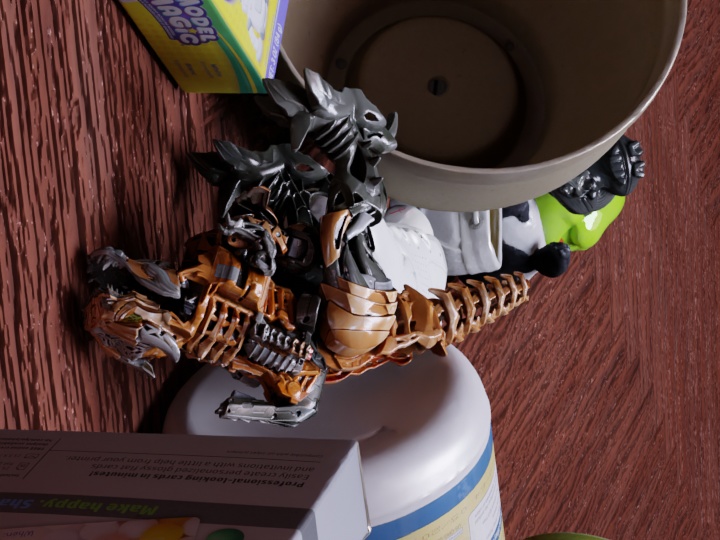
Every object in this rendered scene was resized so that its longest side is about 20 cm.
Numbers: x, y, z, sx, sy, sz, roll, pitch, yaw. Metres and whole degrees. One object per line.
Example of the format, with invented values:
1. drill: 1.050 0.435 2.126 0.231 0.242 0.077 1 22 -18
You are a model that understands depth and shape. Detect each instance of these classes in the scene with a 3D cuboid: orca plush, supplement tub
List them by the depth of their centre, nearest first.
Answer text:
1. supplement tub: -0.005 0.139 1.038 0.145 0.144 0.201 -60 146 -55
2. orca plush: 0.068 -0.027 1.346 0.071 0.105 0.200 -37 173 -15

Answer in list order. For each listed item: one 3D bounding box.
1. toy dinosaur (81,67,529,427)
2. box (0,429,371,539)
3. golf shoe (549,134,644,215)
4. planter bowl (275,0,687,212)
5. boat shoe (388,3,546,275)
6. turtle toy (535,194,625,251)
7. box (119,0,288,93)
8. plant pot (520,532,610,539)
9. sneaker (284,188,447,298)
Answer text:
1. toy dinosaur: -0.024 0.003 0.980 0.200 0.102 0.136 16 60 -48
2. box: -0.100 0.114 0.732 0.200 0.155 0.041 -53 139 -58
3. golf shoe: 0.103 -0.130 1.356 0.094 0.077 0.201 -176 -106 -79
4. planter bowl: 0.045 -0.111 1.124 0.135 0.199 0.201 106 -6 -68
5. boat shoe: 0.072 -0.093 1.226 0.075 0.086 0.203 54 43 -61
6. turtle toy: 0.125 -0.103 1.466 0.146 0.101 0.201 57 39 -60
7. box: -0.076 -0.169 0.944 0.200 0.048 0.118 53 43 -60
8. plant pot: 0.110 0.292 1.391 0.200 0.186 0.188 -47 138 -43
9. sneaker: 0.000 0.000 1.134 0.200 0.078 0.100 77 32 -62
